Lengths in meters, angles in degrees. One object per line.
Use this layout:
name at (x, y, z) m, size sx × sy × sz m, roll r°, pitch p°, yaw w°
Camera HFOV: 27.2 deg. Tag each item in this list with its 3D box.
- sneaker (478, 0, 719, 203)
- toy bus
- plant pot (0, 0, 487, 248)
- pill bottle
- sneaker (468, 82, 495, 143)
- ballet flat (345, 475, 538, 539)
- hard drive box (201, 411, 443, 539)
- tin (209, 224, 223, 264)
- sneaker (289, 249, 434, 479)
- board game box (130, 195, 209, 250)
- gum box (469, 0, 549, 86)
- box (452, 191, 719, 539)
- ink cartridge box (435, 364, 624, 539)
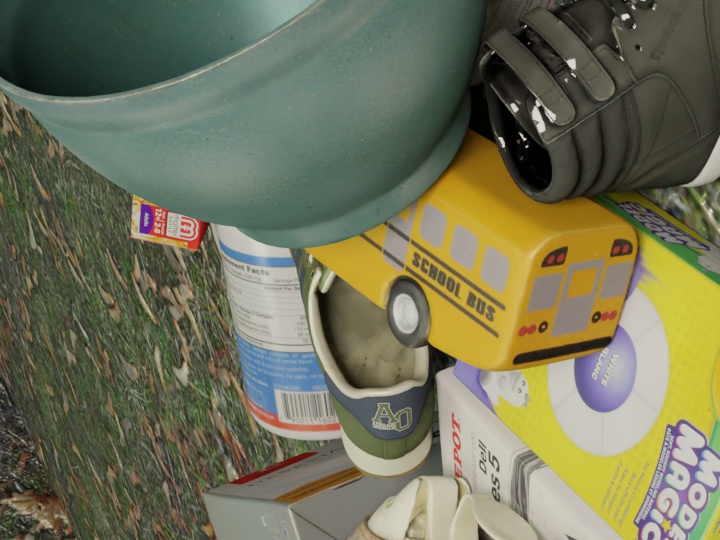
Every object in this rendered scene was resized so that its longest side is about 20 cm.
sneaker at (0.098, -0.100, 0.543) m, size 0.071 × 0.099 × 0.200 m, roll 53°, pitch 153°, yaw 40°
toy bus at (0.026, -0.024, 0.659) m, size 0.200 × 0.065 × 0.078 m, roll 37°, pitch 126°, yaw 44°
plant pot at (-0.033, -0.094, 0.591) m, size 0.200 × 0.200 × 0.134 m, roll 46°, pitch 172°, yaw 46°
pill bottle at (-0.029, -0.006, 0.925) m, size 0.112 × 0.112 × 0.201 m, roll 34°, pitch 136°, yaw 57°
sneaker at (0.043, -0.054, 0.776) m, size 0.088 × 0.076 × 0.201 m, roll 118°, pitch 139°, yaw -68°
ballet flat at (0.047, 0.136, 0.720) m, size 0.200 × 0.068 × 0.067 m, roll 12°, pitch 100°, yaw 62°
hard drive box at (0.006, 0.148, 0.919) m, size 0.200 × 0.156 × 0.077 m, roll -19°, pitch 91°, yaw 69°
tin at (-0.094, -0.072, 1.136) m, size 0.112 × 0.042 × 0.201 m, roll -147°, pitch 41°, yaw -64°
sneaker at (0.000, 0.000, 0.772) m, size 0.090 × 0.067 × 0.201 m, roll 87°, pitch 171°, yaw -64°
board game box at (-0.097, -0.138, 0.912) m, size 0.152 × 0.046 × 0.200 m, roll -76°, pitch -4°, yaw -54°
gum box at (0.040, -0.172, 0.661) m, size 0.114 × 0.066 × 0.200 m, roll 59°, pitch 157°, yaw 18°
box at (0.124, 0.046, 0.625) m, size 0.200 × 0.048 × 0.118 m, roll 41°, pitch 118°, yaw 48°
ink cartridge box at (0.122, 0.141, 0.723) m, size 0.200 × 0.084 × 0.146 m, roll 45°, pitch 148°, yaw 50°
